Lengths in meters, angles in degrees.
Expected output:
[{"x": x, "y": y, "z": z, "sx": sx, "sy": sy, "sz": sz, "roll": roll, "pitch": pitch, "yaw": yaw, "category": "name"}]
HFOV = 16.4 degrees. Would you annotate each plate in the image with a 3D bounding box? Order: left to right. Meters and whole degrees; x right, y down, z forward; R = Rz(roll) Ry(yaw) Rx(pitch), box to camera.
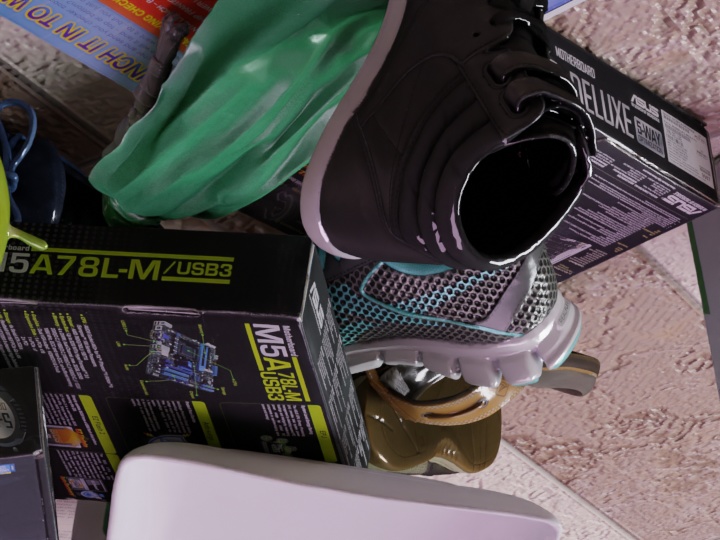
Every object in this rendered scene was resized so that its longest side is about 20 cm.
[{"x": -0.023, "y": 0.142, "z": 1.174, "sx": 0.199, "sy": 0.032, "sz": 0.200, "roll": 9, "pitch": 143, "yaw": -6, "category": "plate"}]

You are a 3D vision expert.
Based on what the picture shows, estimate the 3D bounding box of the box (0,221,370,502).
[{"x": -0.102, "y": 0.047, "z": 1.123, "sx": 0.192, "sy": 0.048, "sz": 0.200, "roll": 1, "pitch": 150, "yaw": 10, "category": "box"}]

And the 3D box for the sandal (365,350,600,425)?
[{"x": 0.044, "y": 0.052, "z": 1.277, "sx": 0.082, "sy": 0.055, "sz": 0.200, "roll": 19, "pitch": -175, "yaw": 42, "category": "sandal"}]

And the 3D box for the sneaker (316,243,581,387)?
[{"x": 0.000, "y": 0.000, "z": 1.159, "sx": 0.199, "sy": 0.078, "sz": 0.091, "roll": -3, "pitch": 127, "yaw": 16, "category": "sneaker"}]

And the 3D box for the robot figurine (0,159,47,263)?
[{"x": -0.229, "y": -0.017, "z": 0.987, "sx": 0.199, "sy": 0.116, "sz": 0.176, "roll": -15, "pitch": 120, "yaw": 9, "category": "robot figurine"}]

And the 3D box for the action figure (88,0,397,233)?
[{"x": -0.050, "y": -0.069, "z": 1.006, "sx": 0.118, "sy": 0.055, "sz": 0.200, "roll": 14, "pitch": 142, "yaw": -35, "category": "action figure"}]

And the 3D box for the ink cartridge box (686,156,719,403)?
[{"x": 0.270, "y": 0.023, "z": 1.262, "sx": 0.199, "sy": 0.147, "sz": 0.083, "roll": 14, "pitch": 145, "yaw": -34, "category": "ink cartridge box"}]

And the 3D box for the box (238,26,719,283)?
[{"x": 0.050, "y": -0.051, "z": 1.181, "sx": 0.157, "sy": 0.050, "sz": 0.200, "roll": -27, "pitch": 145, "yaw": 34, "category": "box"}]

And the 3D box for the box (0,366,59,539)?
[{"x": -0.237, "y": 0.103, "z": 1.116, "sx": 0.199, "sy": 0.044, "sz": 0.160, "roll": -5, "pitch": 153, "yaw": -7, "category": "box"}]

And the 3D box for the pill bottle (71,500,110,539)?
[{"x": -0.045, "y": 0.161, "z": 1.301, "sx": 0.199, "sy": 0.113, "sz": 0.113, "roll": 3, "pitch": 152, "yaw": 4, "category": "pill bottle"}]

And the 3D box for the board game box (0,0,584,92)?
[{"x": -0.031, "y": -0.138, "z": 1.001, "sx": 0.195, "sy": 0.056, "sz": 0.200, "roll": -23, "pitch": 147, "yaw": 29, "category": "board game box"}]

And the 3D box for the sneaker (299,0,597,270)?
[{"x": 0.057, "y": -0.087, "z": 0.906, "sx": 0.071, "sy": 0.201, "sz": 0.099, "roll": 23, "pitch": 179, "yaw": -43, "category": "sneaker"}]

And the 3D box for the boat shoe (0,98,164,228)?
[{"x": -0.159, "y": -0.041, "z": 1.140, "sx": 0.068, "sy": 0.085, "sz": 0.200, "roll": -1, "pitch": 172, "yaw": 33, "category": "boat shoe"}]

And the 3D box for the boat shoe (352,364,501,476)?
[{"x": 0.021, "y": 0.078, "z": 1.369, "sx": 0.065, "sy": 0.074, "sz": 0.200, "roll": -6, "pitch": 173, "yaw": 24, "category": "boat shoe"}]

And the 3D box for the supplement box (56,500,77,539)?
[{"x": -0.122, "y": 0.080, "z": 1.364, "sx": 0.126, "sy": 0.074, "sz": 0.200, "roll": 5, "pitch": 148, "yaw": -20, "category": "supplement box"}]
